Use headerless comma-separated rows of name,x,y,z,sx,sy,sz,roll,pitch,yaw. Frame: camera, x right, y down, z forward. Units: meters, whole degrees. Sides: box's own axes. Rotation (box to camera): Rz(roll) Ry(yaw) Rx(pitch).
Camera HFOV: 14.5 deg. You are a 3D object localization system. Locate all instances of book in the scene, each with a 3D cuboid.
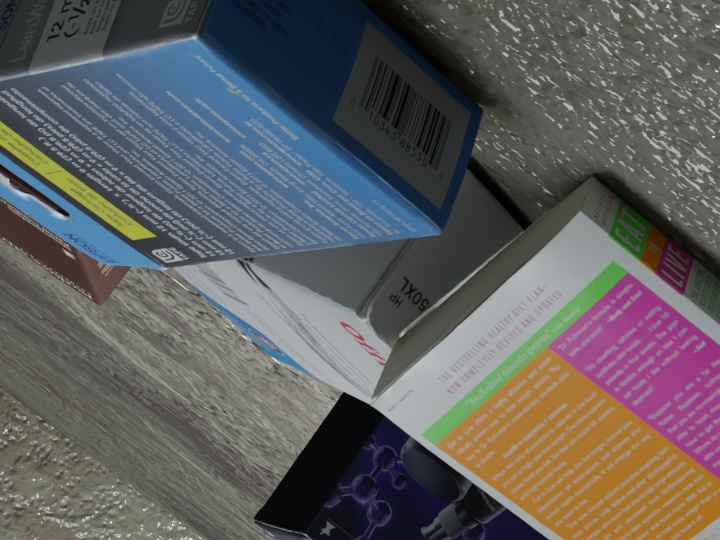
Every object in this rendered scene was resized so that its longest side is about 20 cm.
book,0.124,0.066,1.141,0.200,0.048,0.134,39,128,-12

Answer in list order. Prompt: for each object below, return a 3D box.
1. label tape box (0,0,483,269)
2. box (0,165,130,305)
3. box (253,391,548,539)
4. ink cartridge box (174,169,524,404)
label tape box,-0.074,-0.065,1.120,0.200,0.066,0.143,-5,147,45
box,-0.176,-0.054,1.622,0.100,0.075,0.200,34,170,8
box,0.067,0.138,1.510,0.200,0.141,0.079,39,169,-19
ink cartridge box,0.000,0.000,1.288,0.200,0.084,0.145,24,165,48
